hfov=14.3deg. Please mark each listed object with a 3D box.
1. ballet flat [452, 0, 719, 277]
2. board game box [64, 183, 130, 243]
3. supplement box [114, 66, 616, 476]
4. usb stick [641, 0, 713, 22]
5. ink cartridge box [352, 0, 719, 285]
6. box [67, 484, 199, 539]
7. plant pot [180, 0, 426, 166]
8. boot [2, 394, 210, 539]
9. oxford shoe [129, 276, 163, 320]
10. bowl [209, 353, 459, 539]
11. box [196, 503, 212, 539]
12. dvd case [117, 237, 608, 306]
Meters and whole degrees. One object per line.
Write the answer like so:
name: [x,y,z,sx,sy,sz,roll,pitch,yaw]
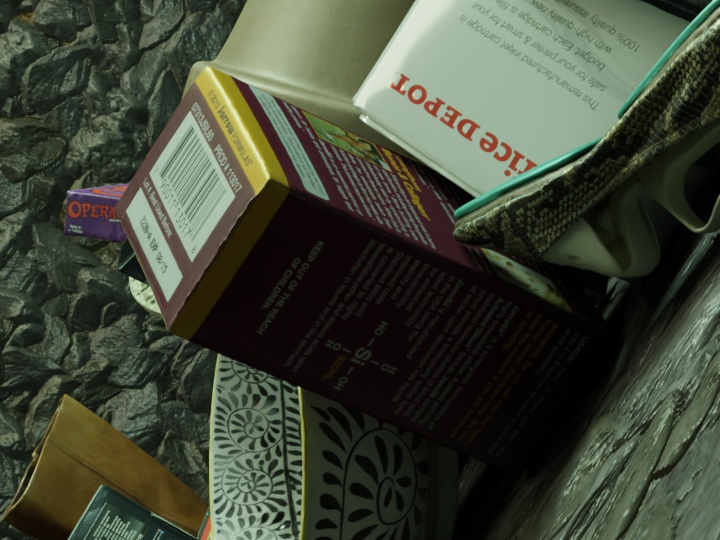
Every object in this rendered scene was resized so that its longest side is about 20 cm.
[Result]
ballet flat: [0.120,-0.042,1.202,0.200,0.075,0.068,-39,-10,36]
board game box: [-0.059,-0.031,1.567,0.200,0.120,0.032,-13,-75,-65]
supplement box: [0.002,0.002,1.294,0.086,0.200,0.110,-55,32,18]
usb stick: [0.129,-0.144,1.252,0.056,0.200,0.033,-61,-32,-2]
ink cartridge box: [0.113,-0.115,1.323,0.200,0.146,0.084,-57,-31,6]
box: [-0.104,0.217,1.435,0.046,0.159,0.200,-58,3,38]
plant pot: [0.015,-0.131,1.529,0.200,0.200,0.175,-101,24,-85]
boot: [-0.103,0.141,1.734,0.069,0.200,0.188,-55,5,43]
oxford shoe: [-0.048,0.023,1.586,0.200,0.058,0.075,23,92,45]
bowl: [-0.008,0.100,1.402,0.201,0.094,0.201,180,90,-75]
box: [-0.014,0.086,1.580,0.137,0.040,0.200,22,91,59]
dvd case: [0.000,0.000,1.426,0.150,0.200,0.025,-41,31,48]
